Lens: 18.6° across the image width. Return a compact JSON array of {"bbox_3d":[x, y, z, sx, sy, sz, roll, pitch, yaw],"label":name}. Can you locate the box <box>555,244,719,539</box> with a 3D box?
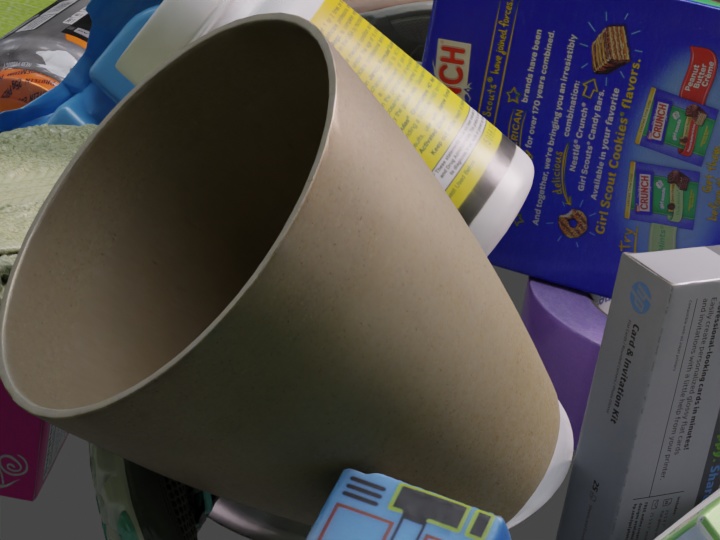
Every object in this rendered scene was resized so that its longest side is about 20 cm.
[{"bbox_3d":[0.197,0.060,1.061,0.199,0.157,0.041,-6,28,-34],"label":"box"}]

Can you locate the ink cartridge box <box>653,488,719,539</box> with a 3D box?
[{"bbox_3d":[0.166,0.124,0.927,0.067,0.117,0.200,52,35,9],"label":"ink cartridge box"}]

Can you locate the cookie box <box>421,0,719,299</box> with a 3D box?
[{"bbox_3d":[0.132,-0.080,1.189,0.199,0.172,0.075,17,20,17],"label":"cookie box"}]

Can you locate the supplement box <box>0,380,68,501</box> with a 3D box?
[{"bbox_3d":[-0.181,0.018,1.085,0.101,0.104,0.200,11,21,2],"label":"supplement box"}]

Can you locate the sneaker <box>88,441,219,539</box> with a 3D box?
[{"bbox_3d":[-0.075,0.066,0.983,0.091,0.078,0.201,-10,42,0],"label":"sneaker"}]

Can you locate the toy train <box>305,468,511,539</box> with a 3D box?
[{"bbox_3d":[0.054,0.155,0.815,0.199,0.087,0.115,17,61,20],"label":"toy train"}]

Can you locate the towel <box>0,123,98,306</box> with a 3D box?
[{"bbox_3d":[-0.151,-0.028,1.030,0.148,0.037,0.199,27,27,36],"label":"towel"}]

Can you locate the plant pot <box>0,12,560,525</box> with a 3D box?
[{"bbox_3d":[-0.014,0.030,0.906,0.200,0.187,0.187,40,5,-31],"label":"plant pot"}]

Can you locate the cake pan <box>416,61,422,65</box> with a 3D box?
[{"bbox_3d":[0.001,-0.075,1.336,0.199,0.037,0.200,0,-17,0],"label":"cake pan"}]

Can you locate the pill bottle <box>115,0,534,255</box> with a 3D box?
[{"bbox_3d":[-0.020,-0.072,1.102,0.200,0.113,0.113,39,21,-7],"label":"pill bottle"}]

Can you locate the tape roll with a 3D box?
[{"bbox_3d":[0.184,0.048,1.208,0.199,0.066,0.200,7,21,-3],"label":"tape roll"}]

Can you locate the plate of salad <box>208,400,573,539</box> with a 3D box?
[{"bbox_3d":[0.002,0.085,1.055,0.199,0.048,0.200,1,30,-1],"label":"plate of salad"}]

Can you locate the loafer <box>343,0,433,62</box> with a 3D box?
[{"bbox_3d":[0.019,-0.149,1.288,0.199,0.072,0.063,-4,56,8],"label":"loafer"}]

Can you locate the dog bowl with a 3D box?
[{"bbox_3d":[-0.126,-0.077,1.199,0.111,0.200,0.050,43,12,6],"label":"dog bowl"}]

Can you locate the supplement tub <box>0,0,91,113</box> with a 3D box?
[{"bbox_3d":[-0.177,-0.097,1.341,0.122,0.123,0.200,13,23,8],"label":"supplement tub"}]
